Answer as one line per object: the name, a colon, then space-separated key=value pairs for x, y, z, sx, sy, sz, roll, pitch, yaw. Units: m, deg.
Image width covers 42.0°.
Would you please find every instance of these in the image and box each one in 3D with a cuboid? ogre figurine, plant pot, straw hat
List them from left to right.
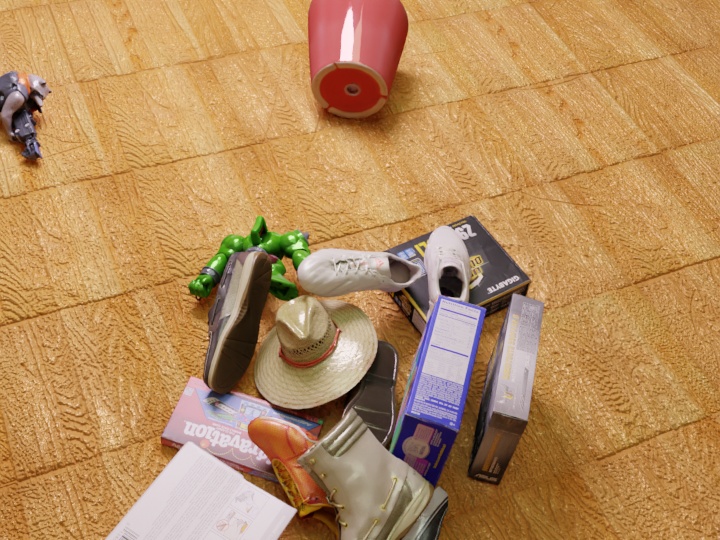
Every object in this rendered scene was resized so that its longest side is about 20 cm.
ogre figurine: x=-0.147 y=-0.010 z=1.396 sx=0.197 sy=0.099 sz=0.121 roll=-18 pitch=40 yaw=25
straw hat: x=-0.077 y=0.084 z=1.294 sx=0.197 sy=0.086 sz=0.203 roll=-13 pitch=40 yaw=11
plant pot: x=-0.011 y=-0.392 z=1.707 sx=0.195 sy=0.202 sz=0.181 roll=7 pitch=57 yaw=-2

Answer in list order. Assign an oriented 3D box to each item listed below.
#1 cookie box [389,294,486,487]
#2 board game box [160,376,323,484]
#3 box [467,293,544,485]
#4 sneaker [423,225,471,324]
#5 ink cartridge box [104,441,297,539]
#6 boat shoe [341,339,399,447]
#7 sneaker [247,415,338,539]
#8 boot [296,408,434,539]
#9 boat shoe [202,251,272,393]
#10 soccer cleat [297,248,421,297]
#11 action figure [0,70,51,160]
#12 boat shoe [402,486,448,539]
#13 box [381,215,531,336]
cookie box: x=0.096 y=0.165 z=1.239 sx=0.074 sy=0.173 sz=0.202 roll=17 pitch=48 yaw=3
board game box: x=-0.157 y=0.216 z=1.256 sx=0.196 sy=0.020 sz=0.104 roll=17 pitch=50 yaw=6
box: x=0.197 y=0.160 z=1.266 sx=0.047 sy=0.160 sz=0.202 roll=14 pitch=49 yaw=4
sneaker: x=0.135 y=0.000 z=1.373 sx=0.073 sy=0.101 sz=0.203 roll=3 pitch=48 yaw=-3
ink cartridge box: x=-0.200 y=0.330 z=1.131 sx=0.174 sy=0.045 sz=0.201 roll=28 pitch=51 yaw=16
boat shoe: x=0.012 y=0.193 z=1.272 sx=0.071 sy=0.069 sz=0.202 roll=22 pitch=47 yaw=-1
sneaker: x=-0.069 y=0.260 z=1.173 sx=0.199 sy=0.073 sz=0.077 roll=40 pitch=50 yaw=7
boot: x=-0.025 y=0.284 z=1.113 sx=0.155 sy=0.072 sz=0.200 roll=44 pitch=71 yaw=-2
boat shoe: x=-0.179 y=0.070 z=1.303 sx=0.064 sy=0.073 sz=0.204 roll=7 pitch=69 yaw=32
soccer cleat: x=0.000 y=0.000 z=1.336 sx=0.197 sy=0.077 sz=0.071 roll=1 pitch=79 yaw=-40
action figure: x=-0.600 y=-0.263 z=1.551 sx=0.191 sy=0.106 sz=0.201 roll=-29 pitch=56 yaw=-18
boat shoe: x=0.070 y=0.355 z=1.135 sx=0.067 sy=0.072 sz=0.201 roll=30 pitch=48 yaw=10
box: x=0.142 y=0.010 z=1.464 sx=0.197 sy=0.050 sz=0.160 roll=-22 pitch=54 yaw=-25
